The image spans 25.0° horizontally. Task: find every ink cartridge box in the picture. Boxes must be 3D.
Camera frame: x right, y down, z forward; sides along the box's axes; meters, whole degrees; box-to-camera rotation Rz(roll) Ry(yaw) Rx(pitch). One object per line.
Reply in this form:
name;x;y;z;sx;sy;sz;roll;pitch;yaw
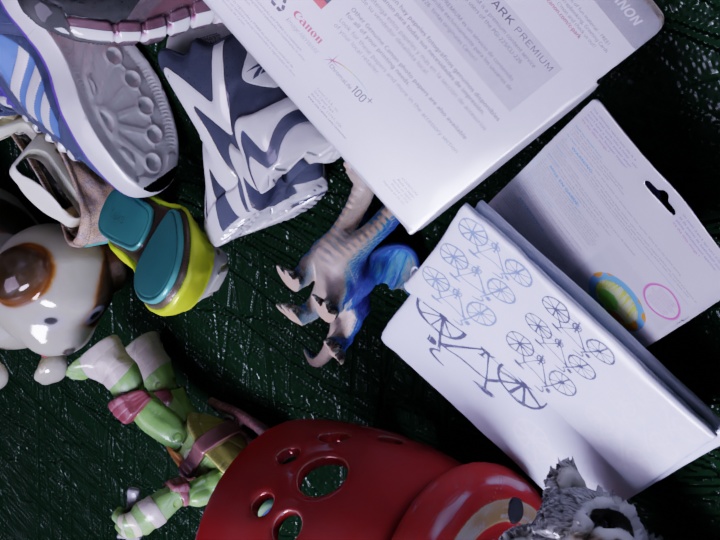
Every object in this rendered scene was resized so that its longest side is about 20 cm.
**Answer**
ink cartridge box;0.031;-0.153;0.805;0.175;0.084;0.200;-37;100;29

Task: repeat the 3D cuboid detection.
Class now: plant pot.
plant pot;0.017;0.202;1.038;0.182;0.200;0.202;2;117;44

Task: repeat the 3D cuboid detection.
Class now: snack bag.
snack bag;0.098;0.063;0.937;0.188;0.021;0.200;42;152;3

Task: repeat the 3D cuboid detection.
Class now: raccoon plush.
raccoon plush;0.127;0.199;0.961;0.134;0.097;0.200;35;141;3

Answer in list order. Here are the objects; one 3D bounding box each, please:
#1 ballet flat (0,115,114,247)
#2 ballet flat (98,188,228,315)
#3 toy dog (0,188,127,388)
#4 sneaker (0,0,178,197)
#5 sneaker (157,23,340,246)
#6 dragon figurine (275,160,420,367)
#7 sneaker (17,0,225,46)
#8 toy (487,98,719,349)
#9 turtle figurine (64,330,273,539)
ballet flat;-0.249;-0.103;1.242;0.201;0.067;0.068;54;145;7
ballet flat;-0.129;-0.013;1.131;0.067;0.067;0.200;27;-174;-27
toy dog;-0.275;0.005;1.319;0.199;0.139;0.196;14;92;45
sneaker;-0.225;-0.125;1.173;0.146;0.080;0.201;-25;100;48
sneaker;-0.078;-0.100;1.031;0.199;0.079;0.130;124;123;-74
dragon figurine;0.000;0.000;1.028;0.059;0.099;0.201;39;159;22
sneaker;-0.093;-0.194;0.898;0.076;0.199;0.116;46;135;39
toy;0.128;-0.013;0.879;0.115;0.047;0.200;51;149;4
turtle figurine;-0.158;0.157;1.259;0.194;0.143;0.200;53;140;13
